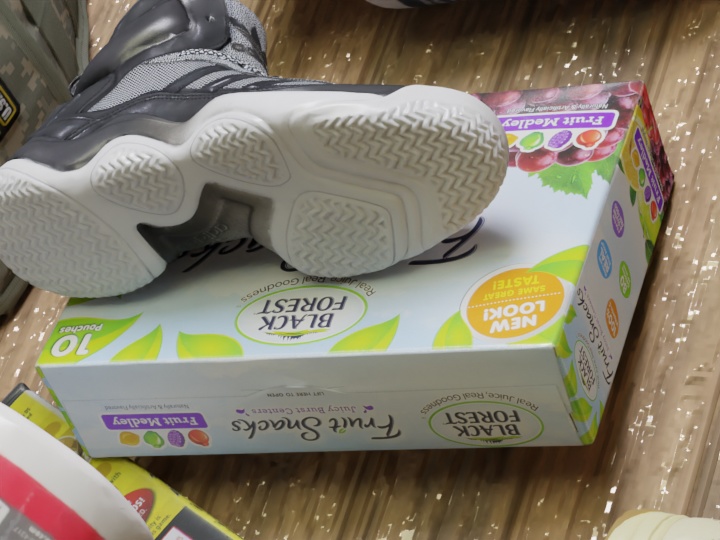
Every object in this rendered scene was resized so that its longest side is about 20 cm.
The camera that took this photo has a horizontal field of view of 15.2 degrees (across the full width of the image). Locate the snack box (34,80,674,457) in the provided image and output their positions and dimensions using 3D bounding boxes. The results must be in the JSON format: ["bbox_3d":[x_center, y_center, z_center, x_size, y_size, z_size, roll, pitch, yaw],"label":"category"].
[{"bbox_3d":[0.000,0.000,0.971,0.199,0.053,0.143,-4,42,25],"label":"snack box"}]

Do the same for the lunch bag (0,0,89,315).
[{"bbox_3d":[-0.184,-0.090,1.075,0.117,0.164,0.201,-17,48,16],"label":"lunch bag"}]

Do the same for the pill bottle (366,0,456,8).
[{"bbox_3d":[0.039,-0.167,1.056,0.199,0.120,0.120,-8,51,21],"label":"pill bottle"}]

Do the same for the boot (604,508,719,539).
[{"bbox_3d":[0.128,0.159,0.780,0.155,0.073,0.201,-1,48,29],"label":"boot"}]

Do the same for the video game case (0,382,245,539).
[{"bbox_3d":[-0.129,0.154,0.948,0.180,0.026,0.200,30,72,40],"label":"video game case"}]

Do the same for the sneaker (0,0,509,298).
[{"bbox_3d":[-0.036,-0.057,0.951,0.199,0.076,0.114,-8,41,25],"label":"sneaker"}]

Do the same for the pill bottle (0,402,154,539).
[{"bbox_3d":[-0.164,0.142,0.881,0.110,0.111,0.200,20,66,37],"label":"pill bottle"}]
